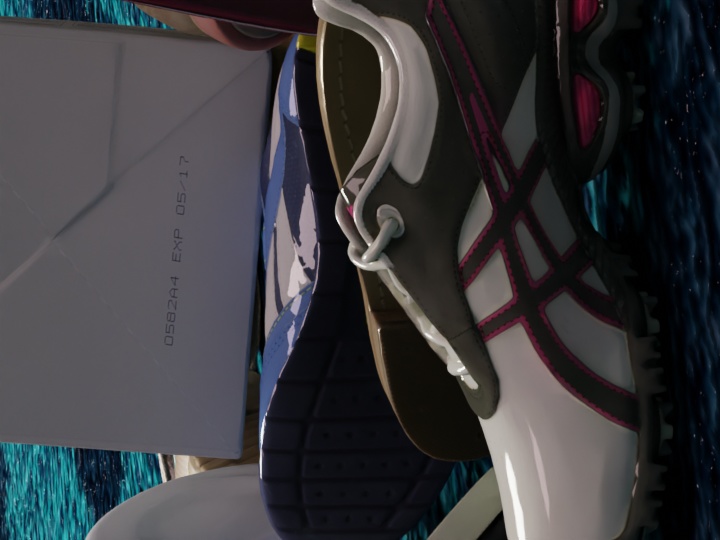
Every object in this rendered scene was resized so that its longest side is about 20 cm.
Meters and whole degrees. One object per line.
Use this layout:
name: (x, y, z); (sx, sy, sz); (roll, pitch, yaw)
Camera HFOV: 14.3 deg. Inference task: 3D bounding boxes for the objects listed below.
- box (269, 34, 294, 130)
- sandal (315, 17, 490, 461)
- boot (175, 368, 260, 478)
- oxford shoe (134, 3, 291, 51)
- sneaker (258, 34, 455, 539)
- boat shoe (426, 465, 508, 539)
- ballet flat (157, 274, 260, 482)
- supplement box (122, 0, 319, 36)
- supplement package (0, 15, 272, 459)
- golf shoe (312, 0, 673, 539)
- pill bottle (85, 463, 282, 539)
box: (-0.018, -0.141, 1.128); (0.200, 0.021, 0.164); (157, 108, -77)
sandal: (0.019, -0.047, 0.878); (0.070, 0.077, 0.212); (-119, 22, -58)
boot: (-0.028, 0.134, 1.218); (0.200, 0.072, 0.167); (-138, 34, -70)
oxford shoe: (-0.040, -0.179, 0.995); (0.074, 0.071, 0.201); (14, 87, 45)
sneaker: (0.000, 0.000, 0.997); (0.082, 0.074, 0.201); (-137, 51, -74)
boat shoe: (0.032, 0.133, 0.909); (0.066, 0.075, 0.200); (38, 144, 10)
ballet flat: (-0.079, 0.053, 1.373); (0.067, 0.068, 0.201); (147, 120, -84)
supplement box: (-0.024, -0.184, 0.872); (0.110, 0.085, 0.201); (-65, -15, -71)
supplement package: (-0.117, -0.021, 1.115); (0.200, 0.150, 0.152); (-127, 41, -83)
golf shoe: (0.036, 0.002, 0.799); (0.077, 0.088, 0.201); (168, 96, -76)
pill bottle: (-0.033, 0.183, 1.073); (0.112, 0.112, 0.201); (-135, 34, -71)
